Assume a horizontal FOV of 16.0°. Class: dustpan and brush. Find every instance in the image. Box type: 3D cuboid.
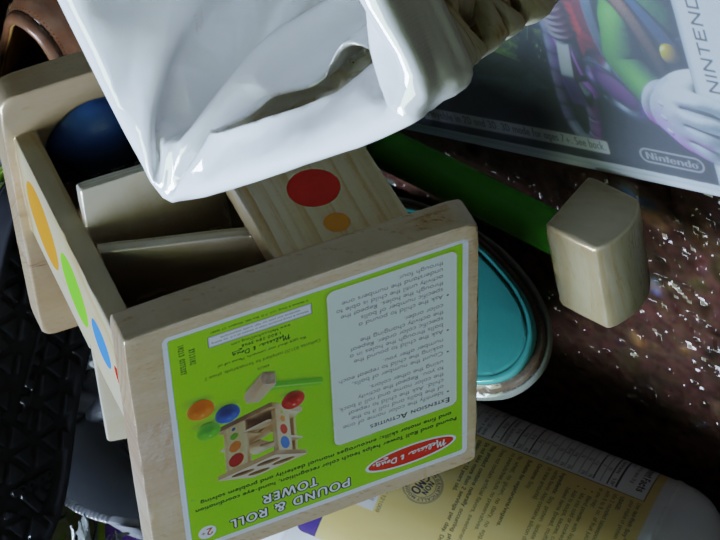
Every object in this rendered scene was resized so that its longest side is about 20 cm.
[{"bbox_3d":[-0.109,0.061,1.134,0.057,0.140,0.200,40,149,-18],"label":"dustpan and brush"}]

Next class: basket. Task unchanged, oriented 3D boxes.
[{"bbox_3d":[-0.026,-0.142,0.775,0.136,0.123,0.200,-16,103,49],"label":"basket"}]

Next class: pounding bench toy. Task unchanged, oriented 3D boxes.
[{"bbox_3d":[-0.014,-0.016,0.925,0.124,0.200,0.156,87,159,-47],"label":"pounding bench toy"}]

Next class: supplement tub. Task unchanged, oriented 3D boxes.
[{"bbox_3d":[0.058,0.134,1.020,0.200,0.145,0.145,22,145,11],"label":"supplement tub"}]

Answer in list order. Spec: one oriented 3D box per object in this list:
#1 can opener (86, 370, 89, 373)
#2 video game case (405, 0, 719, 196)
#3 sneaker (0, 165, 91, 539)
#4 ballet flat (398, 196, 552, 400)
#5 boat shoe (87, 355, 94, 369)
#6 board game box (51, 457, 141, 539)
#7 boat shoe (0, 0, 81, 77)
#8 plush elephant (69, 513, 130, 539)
[{"bbox_3d":[-0.181,-0.013,1.217,0.200,0.053,0.066,34,149,14],"label":"can opener"},{"bbox_3d":[0.048,-0.111,0.865,0.200,0.023,0.182,15,139,38],"label":"video game case"},{"bbox_3d":[-0.156,0.052,1.018,0.072,0.200,0.083,32,158,-36],"label":"sneaker"},{"bbox_3d":[0.000,0.000,1.035,0.200,0.067,0.064,26,173,27],"label":"ballet flat"},{"bbox_3d":[-0.140,0.022,1.129,0.057,0.069,0.200,25,159,-27],"label":"boat shoe"},{"bbox_3d":[-0.124,0.113,1.163,0.120,0.200,0.032,1,134,49],"label":"board game box"},{"bbox_3d":[-0.128,-0.067,1.076,0.072,0.068,0.200,35,148,13],"label":"boat shoe"},{"bbox_3d":[-0.115,0.218,0.999,0.165,0.155,0.200,7,113,1],"label":"plush elephant"}]
